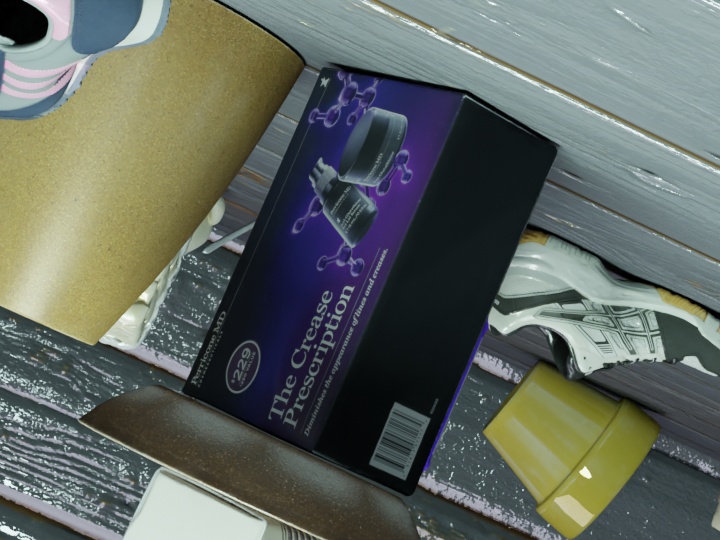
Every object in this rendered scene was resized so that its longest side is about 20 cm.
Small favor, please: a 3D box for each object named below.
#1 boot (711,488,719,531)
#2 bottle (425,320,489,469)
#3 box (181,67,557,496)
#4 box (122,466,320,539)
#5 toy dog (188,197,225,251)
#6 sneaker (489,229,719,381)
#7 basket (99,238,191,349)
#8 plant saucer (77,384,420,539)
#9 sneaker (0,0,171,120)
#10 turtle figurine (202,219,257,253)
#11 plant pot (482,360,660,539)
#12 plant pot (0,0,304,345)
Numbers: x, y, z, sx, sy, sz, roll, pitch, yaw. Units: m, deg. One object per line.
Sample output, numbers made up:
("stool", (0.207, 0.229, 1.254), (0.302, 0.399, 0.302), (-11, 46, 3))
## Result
("boot", (0.247, 0.089, 1.254), (0.070, 0.147, 0.199), (23, 176, 43))
("bottle", (0.039, 0.032, 1.351), (0.083, 0.202, 0.065), (22, 176, 6))
("box", (0.002, 0.002, 1.150), (0.078, 0.202, 0.141), (26, 174, -33))
("box", (-0.063, 0.164, 1.125), (0.068, 0.083, 0.200), (23, 176, 18))
("toy dog", (-0.273, -0.075, 2.416), (0.193, 0.141, 0.199), (3, 163, 41))
("sneaker", (0.181, 0.045, 1.538), (0.198, 0.088, 0.076), (23, 175, -9))
("basket", (-0.195, -0.073, 1.426), (0.199, 0.200, 0.161), (25, 174, -7))
("plant saucer", (-0.049, 0.104, 1.095), (0.199, 0.037, 0.200), (25, 174, 3))
("sneaker", (-0.172, -0.127, 1.073), (0.081, 0.071, 0.200), (-2, 166, -33))
("turtle figurine", (0.000, 0.000, 1.492), (0.144, 0.201, 0.194), (39, -169, 21))
("plant pot", (0.277, 0.231, 2.895), (0.188, 0.201, 0.201), (39, 177, 3))
("plant pot", (-0.155, -0.067, 1.226), (0.185, 0.202, 0.186), (23, 175, 2))
